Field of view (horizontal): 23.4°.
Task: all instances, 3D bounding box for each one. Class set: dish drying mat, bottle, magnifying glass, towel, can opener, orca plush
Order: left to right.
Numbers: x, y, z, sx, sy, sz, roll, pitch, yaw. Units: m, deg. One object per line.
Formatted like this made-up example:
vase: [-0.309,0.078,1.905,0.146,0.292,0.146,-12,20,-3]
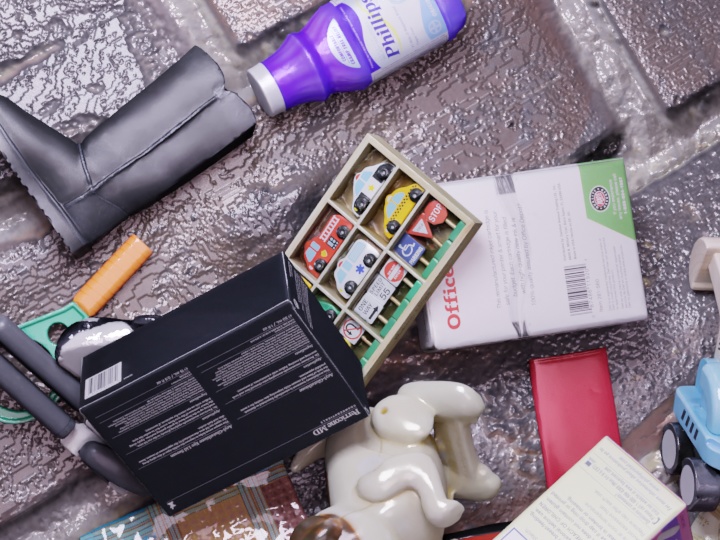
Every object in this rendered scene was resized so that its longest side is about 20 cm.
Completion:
magnifying glass: [-0.258,0.049,1.516,0.080,0.022,0.200,43,80,-4]
can opener: [-0.246,0.118,1.474,0.200,0.067,0.053,46,77,-23]
orca plush: [-0.163,0.057,1.504,0.198,0.106,0.071,-6,43,-5]
towel: [-0.133,0.258,1.499,0.199,0.022,0.148,-23,71,-9]
bottle: [-0.006,-0.205,1.553,0.199,0.065,0.084,-29,92,-10]
dish drying mat: [0.203,0.175,1.582,0.076,0.018,0.202,-8,86,-10]

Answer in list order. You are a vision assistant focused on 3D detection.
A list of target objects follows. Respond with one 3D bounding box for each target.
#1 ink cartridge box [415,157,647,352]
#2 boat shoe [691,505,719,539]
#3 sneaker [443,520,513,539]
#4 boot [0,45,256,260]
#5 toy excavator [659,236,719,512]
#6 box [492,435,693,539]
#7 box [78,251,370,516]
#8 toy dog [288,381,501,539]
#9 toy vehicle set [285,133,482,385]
ink cartridge box: [0.142,-0.012,1.552,0.198,0.084,0.148,-7,87,-9]
boat shoe: [0.384,0.284,1.575,0.199,0.073,0.063,35,84,-4]
sneaker: [0.105,0.285,1.534,0.199,0.067,0.109,-10,88,-6]
boot: [-0.212,-0.133,1.513,0.199,0.066,0.165,-36,100,-7]
toy excavator: [0.334,0.092,1.560,0.099,0.195,0.202,3,113,-9]
box: [0.181,0.273,1.460,0.200,0.176,0.097,-40,54,-13]
box: [-0.112,0.096,1.442,0.199,0.079,0.142,-27,121,11]
toy dog: [0.010,0.199,1.451,0.192,0.140,0.201,12,44,17]
toy vehicle set: [0.000,0.000,1.502,0.124,0.026,0.201,39,104,16]
